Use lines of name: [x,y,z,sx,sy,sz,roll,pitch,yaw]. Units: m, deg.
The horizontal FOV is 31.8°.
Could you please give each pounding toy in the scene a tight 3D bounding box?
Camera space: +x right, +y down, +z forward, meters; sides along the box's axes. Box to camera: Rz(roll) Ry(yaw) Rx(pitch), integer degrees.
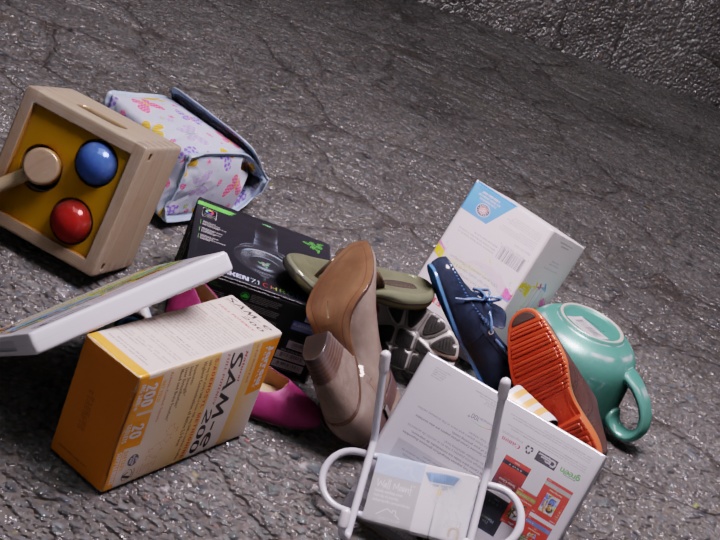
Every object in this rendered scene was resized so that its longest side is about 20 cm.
pounding toy: [-0.343,-0.097,1.403,0.199,0.185,0.142,28,12,10]

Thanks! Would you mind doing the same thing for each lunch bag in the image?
lunch bag: [-0.234,-0.156,1.672,0.169,0.128,0.200,37,20,24]

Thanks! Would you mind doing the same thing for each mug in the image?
mug: [0.279,0.117,1.578,0.184,0.115,0.152,22,23,-4]

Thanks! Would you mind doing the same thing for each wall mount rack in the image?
wall mount rack: [0.060,0.177,1.165,0.199,0.175,0.075,12,-19,11]

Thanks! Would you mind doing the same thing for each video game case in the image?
video game case: [-0.241,0.033,1.173,0.199,0.023,0.182,-25,9,-30]

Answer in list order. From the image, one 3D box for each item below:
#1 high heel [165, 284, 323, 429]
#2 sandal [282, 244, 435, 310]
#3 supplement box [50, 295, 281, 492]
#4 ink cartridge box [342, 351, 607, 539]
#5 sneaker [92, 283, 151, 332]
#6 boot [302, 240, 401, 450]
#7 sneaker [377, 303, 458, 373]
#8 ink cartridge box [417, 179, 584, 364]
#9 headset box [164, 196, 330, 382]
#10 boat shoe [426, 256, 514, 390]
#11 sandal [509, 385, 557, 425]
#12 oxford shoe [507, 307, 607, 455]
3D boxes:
high heel: [-0.116,0.086,1.298,0.199,0.097,0.067,26,23,5]
sandal: [0.000,0.000,1.412,0.200,0.058,0.080,6,31,-34]
supplement box: [-0.174,0.108,1.162,0.073,0.127,0.200,34,26,24]
ink cartridge box: [0.110,0.208,1.231,0.199,0.176,0.084,30,-6,14]
sneaker: [-0.234,0.061,1.276,0.071,0.073,0.200,13,24,-19]
boot: [0.001,0.087,1.329,0.070,0.147,0.201,-8,41,33]
sneaker: [0.038,0.059,1.512,0.199,0.081,0.083,26,12,28]
ink cartridge box: [0.166,0.012,1.617,0.128,0.201,0.125,37,9,29]
headset box: [-0.125,0.016,1.444,0.173,0.093,0.200,20,23,-11]
boat shoe: [0.141,0.059,1.499,0.201,0.068,0.084,61,3,-31]
sandal: [0.150,0.155,1.427,0.206,0.059,0.079,32,47,27]
oxford shoe: [0.229,0.137,1.471,0.072,0.071,0.201,-14,82,-59]
